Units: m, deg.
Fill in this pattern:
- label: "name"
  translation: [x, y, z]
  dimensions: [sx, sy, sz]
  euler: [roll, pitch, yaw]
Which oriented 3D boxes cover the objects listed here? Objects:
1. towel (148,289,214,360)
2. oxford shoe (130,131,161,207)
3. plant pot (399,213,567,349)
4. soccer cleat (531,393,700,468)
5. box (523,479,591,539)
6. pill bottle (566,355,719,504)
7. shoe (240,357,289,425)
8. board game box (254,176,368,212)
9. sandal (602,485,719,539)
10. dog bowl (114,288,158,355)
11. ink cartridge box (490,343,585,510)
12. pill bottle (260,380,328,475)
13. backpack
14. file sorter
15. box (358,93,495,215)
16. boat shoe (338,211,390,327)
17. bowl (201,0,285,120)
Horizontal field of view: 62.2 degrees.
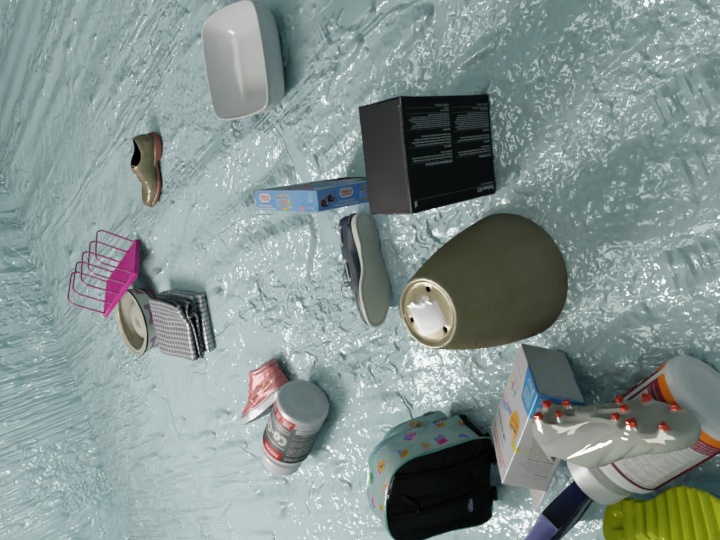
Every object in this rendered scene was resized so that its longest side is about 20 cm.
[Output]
- label: "towel"
  translation: [-0.478, 0.143, 1.575]
  dimensions: [0.199, 0.085, 0.168]
  euler: [5, 107, 44]
- label: "oxford shoe"
  translation: [-0.561, -0.257, 1.539]
  dimensions: [0.070, 0.074, 0.202]
  euler: [29, 122, 35]
- label: "plant pot"
  translation: [0.151, 0.033, 0.814]
  dimensions: [0.186, 0.199, 0.190]
  euler: [17, 115, 41]
- label: "soccer cleat"
  translation: [0.288, 0.188, 0.679]
  dimensions: [0.199, 0.069, 0.078]
  euler: [-15, 104, 50]
- label: "box"
  translation: [0.261, 0.340, 0.799]
  dimensions: [0.032, 0.199, 0.122]
  euler: [38, 127, 31]
- label: "pill bottle"
  translation: [0.352, 0.201, 0.729]
  dimensions: [0.110, 0.109, 0.201]
  euler: [51, 133, 21]
- label: "shoe"
  translation: [-0.231, 0.281, 1.382]
  dimensions: [0.200, 0.071, 0.092]
  euler: [-43, 71, 38]
- label: "board game box"
  translation: [-0.046, -0.125, 0.964]
  dimensions: [0.150, 0.199, 0.037]
  euler: [7, 108, 43]
- label: "sandal"
  translation: [0.391, 0.312, 0.724]
  dimensions: [0.200, 0.086, 0.080]
  euler: [133, 155, -64]
- label: "dog bowl"
  translation: [-0.645, 0.143, 1.754]
  dimensions: [0.199, 0.073, 0.203]
  euler: [16, 113, 41]
- label: "ink cartridge box"
  translation: [0.237, 0.222, 0.840]
  dimensions: [0.067, 0.115, 0.202]
  euler: [10, 117, -1]
- label: "pill bottle"
  translation: [-0.147, 0.342, 1.278]
  dimensions: [0.114, 0.113, 0.201]
  euler: [43, 129, 28]
- label: "backpack"
  translation: [0.103, 0.331, 0.959]
  dimensions: [0.153, 0.198, 0.178]
  euler: [28, 125, 55]
- label: "file sorter"
  translation: [-0.730, 0.005, 1.690]
  dimensions: [0.200, 0.125, 0.140]
  euler: [-45, 42, 27]
- label: "box"
  translation: [0.096, -0.159, 0.808]
  dimensions: [0.078, 0.199, 0.143]
  euler: [0, 102, 44]
- label: "boat shoe"
  translation: [0.000, 0.000, 1.049]
  dimensions: [0.061, 0.074, 0.203]
  euler: [-10, 94, 45]
- label: "bowl"
  translation: [-0.217, -0.398, 1.144]
  dimensions: [0.198, 0.074, 0.203]
  euler: [4, 106, 45]
